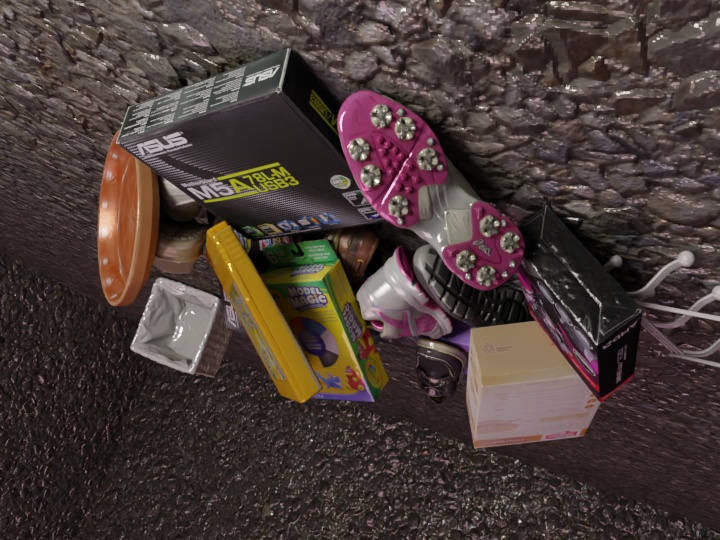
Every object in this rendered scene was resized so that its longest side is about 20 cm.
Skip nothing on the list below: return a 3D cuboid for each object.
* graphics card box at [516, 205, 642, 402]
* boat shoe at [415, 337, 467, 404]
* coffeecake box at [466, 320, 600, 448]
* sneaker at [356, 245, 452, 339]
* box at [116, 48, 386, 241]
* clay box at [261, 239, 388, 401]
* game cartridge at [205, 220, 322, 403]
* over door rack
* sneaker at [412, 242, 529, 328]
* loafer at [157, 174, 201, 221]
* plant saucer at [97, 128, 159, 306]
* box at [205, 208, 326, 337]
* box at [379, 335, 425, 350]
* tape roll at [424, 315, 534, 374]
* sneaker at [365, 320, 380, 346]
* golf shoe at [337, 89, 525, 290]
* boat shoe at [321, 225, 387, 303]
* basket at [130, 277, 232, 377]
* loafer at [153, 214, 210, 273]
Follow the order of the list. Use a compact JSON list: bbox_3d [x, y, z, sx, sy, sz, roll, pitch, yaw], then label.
[{"bbox_3d":[0.205,0.040,0.596,0.127,0.050,0.200,58,-177,31],"label":"graphics card box"},{"bbox_3d":[0.114,0.151,0.909,0.070,0.066,0.201,16,163,17],"label":"boat shoe"},{"bbox_3d":[0.211,0.143,0.770,0.148,0.075,0.202,-7,145,3],"label":"coffeecake box"},{"bbox_3d":[0.052,0.042,0.778,0.087,0.083,0.200,-29,148,12],"label":"sneaker"},{"bbox_3d":[-0.088,-0.099,0.581,0.195,0.049,0.192,-5,154,31],"label":"box"},{"bbox_3d":[-0.052,0.064,0.756,0.112,0.048,0.204,-5,120,36],"label":"clay box"},{"bbox_3d":[-0.118,0.052,0.711,0.203,0.032,0.176,59,164,0],"label":"game cartridge"},{"bbox_3d":[0.320,0.052,0.538,0.146,0.068,0.199,32,-178,-30],"label":"over door rack"},{"bbox_3d":[0.118,0.030,0.740,0.198,0.077,0.078,34,161,-36],"label":"sneaker"},{"bbox_3d":[-0.208,-0.095,0.742,0.198,0.069,0.071,11,132,55],"label":"loafer"},{"bbox_3d":[-0.275,-0.062,0.741,0.032,0.208,0.198,3,176,-34],"label":"plant saucer"},{"bbox_3d":[-0.115,0.007,0.821,0.156,0.044,0.205,14,126,22],"label":"box"},{"bbox_3d":[0.030,0.068,1.017,0.155,0.050,0.200,9,159,37],"label":"box"},{"bbox_3d":[0.193,0.112,0.923,0.195,0.067,0.201,20,163,6],"label":"tape roll"},{"bbox_3d":[-0.004,0.116,0.972,0.072,0.083,0.201,18,163,6],"label":"sneaker"},{"bbox_3d":[0.052,-0.067,0.524,0.200,0.075,0.092,45,-171,-19],"label":"golf shoe"},{"bbox_3d":[0.000,-0.001,0.795,0.066,0.074,0.201,17,160,13],"label":"boat shoe"},{"bbox_3d":[-0.451,0.152,1.632,0.193,0.206,0.161,16,169,15],"label":"basket"},{"bbox_3d":[-0.231,-0.029,0.795,0.073,0.071,0.200,5,-172,-15],"label":"loafer"}]
